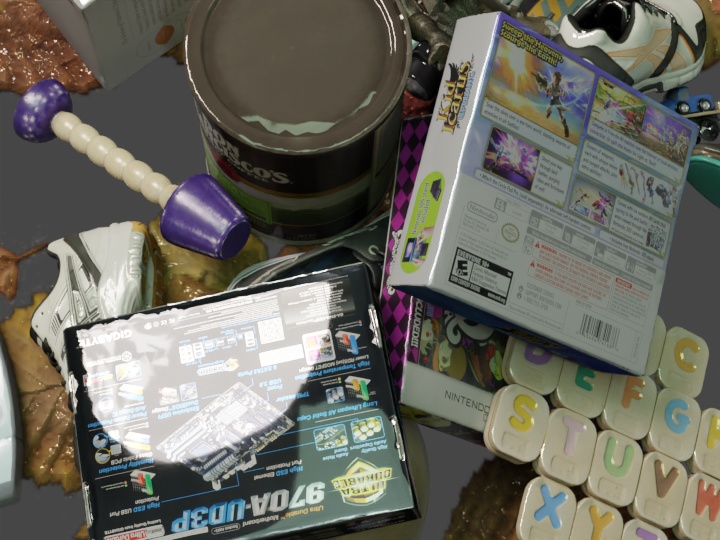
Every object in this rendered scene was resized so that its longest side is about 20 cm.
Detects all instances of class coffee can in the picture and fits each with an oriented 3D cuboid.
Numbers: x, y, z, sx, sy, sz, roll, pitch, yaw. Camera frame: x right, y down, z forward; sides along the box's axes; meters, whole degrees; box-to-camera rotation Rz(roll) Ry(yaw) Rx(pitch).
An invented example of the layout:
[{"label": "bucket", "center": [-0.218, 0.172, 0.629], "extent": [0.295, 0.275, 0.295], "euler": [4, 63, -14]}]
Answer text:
[{"label": "coffee can", "center": [-0.042, -0.115, 1.077], "extent": [0.146, 0.200, 0.147], "euler": [0, 74, -1]}]

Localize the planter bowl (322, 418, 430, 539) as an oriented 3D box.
[{"label": "planter bowl", "center": [-0.049, 0.132, 1.042], "extent": [0.200, 0.135, 0.201], "euler": [0, 74, -1]}]

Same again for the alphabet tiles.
[{"label": "alphabet tiles", "center": [0.179, 0.114, 1.070], "extent": [0.200, 0.015, 0.196], "euler": [26, 66, -19]}]

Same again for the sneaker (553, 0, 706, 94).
[{"label": "sneaker", "center": [0.201, -0.170, 1.126], "extent": [0.074, 0.080, 0.200], "euler": [23, 37, 26]}]

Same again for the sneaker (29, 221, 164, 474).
[{"label": "sneaker", "center": [-0.190, 0.061, 1.089], "extent": [0.088, 0.076, 0.200], "euler": [-5, 57, 9]}]

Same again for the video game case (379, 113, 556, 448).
[{"label": "video game case", "center": [0.083, 0.017, 1.069], "extent": [0.036, 0.181, 0.200], "euler": [-7, 68, 40]}]

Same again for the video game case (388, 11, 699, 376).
[{"label": "video game case", "center": [0.125, -0.045, 1.012], "extent": [0.200, 0.045, 0.182], "euler": [23, 78, -35]}]

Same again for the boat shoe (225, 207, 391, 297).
[{"label": "boat shoe", "center": [0.000, 0.000, 1.104], "extent": [0.200, 0.066, 0.070], "euler": [-15, 102, -5]}]

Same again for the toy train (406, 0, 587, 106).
[{"label": "toy train", "center": [0.118, -0.189, 1.170], "extent": [0.114, 0.085, 0.200], "euler": [41, 75, -3]}]

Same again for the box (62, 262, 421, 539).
[{"label": "box", "center": [-0.075, 0.093, 0.956], "extent": [0.200, 0.046, 0.159], "euler": [-13, 70, 3]}]

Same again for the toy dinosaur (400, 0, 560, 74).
[{"label": "toy dinosaur", "center": [0.054, -0.176, 1.042], "extent": [0.077, 0.200, 0.102], "euler": [-47, 39, 19]}]

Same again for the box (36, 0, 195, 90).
[{"label": "box", "center": [-0.144, -0.252, 1.139], "extent": [0.200, 0.152, 0.106], "euler": [-36, 79, -11]}]

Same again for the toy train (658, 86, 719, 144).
[{"label": "toy train", "center": [0.184, -0.108, 1.142], "extent": [0.200, 0.034, 0.046], "euler": [-8, 85, -23]}]

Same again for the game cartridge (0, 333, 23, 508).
[{"label": "game cartridge", "center": [-0.314, 0.083, 1.100], "extent": [0.133, 0.042, 0.200], "euler": [-19, 75, -3]}]

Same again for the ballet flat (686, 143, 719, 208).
[{"label": "ballet flat", "center": [0.329, -0.047, 1.144], "extent": [0.200, 0.068, 0.068], "euler": [35, 66, -3]}]

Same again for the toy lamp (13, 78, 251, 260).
[{"label": "toy lamp", "center": [-0.163, -0.071, 1.111], "extent": [0.200, 0.058, 0.058], "euler": [33, 75, 22]}]
